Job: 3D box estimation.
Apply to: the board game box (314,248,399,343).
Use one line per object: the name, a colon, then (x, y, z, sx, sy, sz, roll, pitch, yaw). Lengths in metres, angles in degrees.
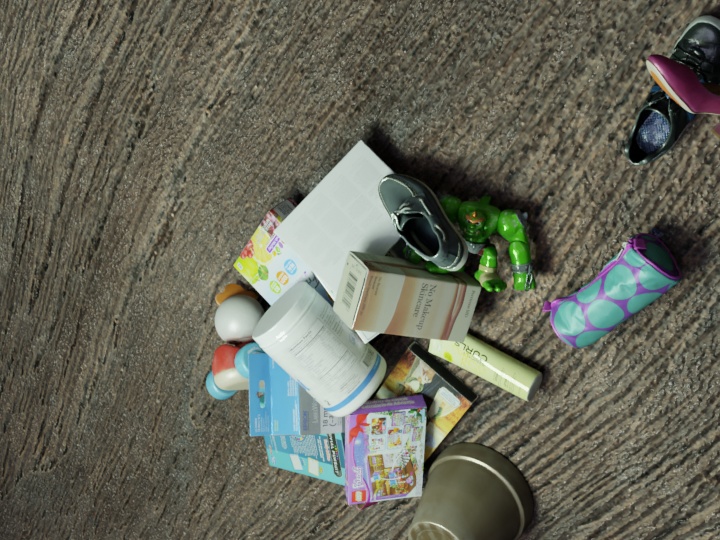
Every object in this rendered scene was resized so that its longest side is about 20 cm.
board game box: (0.000, 0.000, 1.555, 0.126, 0.035, 0.201, -36, 93, 2)

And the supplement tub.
supplement tub: (-0.065, 0.131, 1.584, 0.200, 0.132, 0.132, 45, 133, -14)

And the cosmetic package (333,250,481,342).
cosmetic package: (0.071, 0.041, 1.474, 0.087, 0.198, 0.104, 43, 122, 59)

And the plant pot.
plant pot: (0.172, 0.427, 1.648, 0.199, 0.173, 0.202, 18, 124, 28)

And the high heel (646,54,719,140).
high heel: (0.422, -0.220, 1.130, 0.199, 0.068, 0.096, 31, 112, -26)

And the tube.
tube: (0.197, 0.146, 1.562, 0.199, 0.052, 0.058, 28, 87, 27)

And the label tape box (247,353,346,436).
label tape box: (-0.090, 0.212, 1.669, 0.063, 0.198, 0.146, -14, 77, 60)

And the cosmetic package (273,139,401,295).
cosmetic package: (-0.013, -0.078, 1.507, 0.151, 0.052, 0.200, 45, 92, 4)

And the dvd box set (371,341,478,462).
dvd box set: (0.100, 0.237, 1.690, 0.146, 0.029, 0.201, 41, 130, 10)

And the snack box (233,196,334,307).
snack box: (-0.105, 0.003, 1.662, 0.200, 0.068, 0.169, 45, 135, 5)

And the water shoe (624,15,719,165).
water shoe: (0.396, -0.215, 1.199, 0.071, 0.079, 0.201, 31, 128, 18)

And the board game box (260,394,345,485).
board game box: (-0.100, 0.325, 1.871, 0.198, 0.047, 0.152, 7, 118, 33)

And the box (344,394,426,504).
box: (0.042, 0.312, 1.672, 0.135, 0.039, 0.202, -4, 120, -10)

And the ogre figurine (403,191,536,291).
ogre figurine: (0.168, -0.046, 1.436, 0.199, 0.098, 0.121, 22, 114, 33)

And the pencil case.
pencil case: (0.354, 0.029, 1.358, 0.092, 0.085, 0.200, 36, 131, -7)

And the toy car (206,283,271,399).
toy car: (-0.200, 0.115, 1.786, 0.184, 0.175, 0.202, -36, 63, 55)

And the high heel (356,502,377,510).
high heel: (0.020, 0.347, 1.726, 0.067, 0.096, 0.201, 22, 141, 36)

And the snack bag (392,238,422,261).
snack bag: (0.023, -0.022, 1.611, 0.199, 0.021, 0.190, -14, 106, 40)

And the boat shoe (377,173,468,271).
boat shoe: (0.080, -0.078, 1.406, 0.073, 0.061, 0.200, -53, 54, 22)
